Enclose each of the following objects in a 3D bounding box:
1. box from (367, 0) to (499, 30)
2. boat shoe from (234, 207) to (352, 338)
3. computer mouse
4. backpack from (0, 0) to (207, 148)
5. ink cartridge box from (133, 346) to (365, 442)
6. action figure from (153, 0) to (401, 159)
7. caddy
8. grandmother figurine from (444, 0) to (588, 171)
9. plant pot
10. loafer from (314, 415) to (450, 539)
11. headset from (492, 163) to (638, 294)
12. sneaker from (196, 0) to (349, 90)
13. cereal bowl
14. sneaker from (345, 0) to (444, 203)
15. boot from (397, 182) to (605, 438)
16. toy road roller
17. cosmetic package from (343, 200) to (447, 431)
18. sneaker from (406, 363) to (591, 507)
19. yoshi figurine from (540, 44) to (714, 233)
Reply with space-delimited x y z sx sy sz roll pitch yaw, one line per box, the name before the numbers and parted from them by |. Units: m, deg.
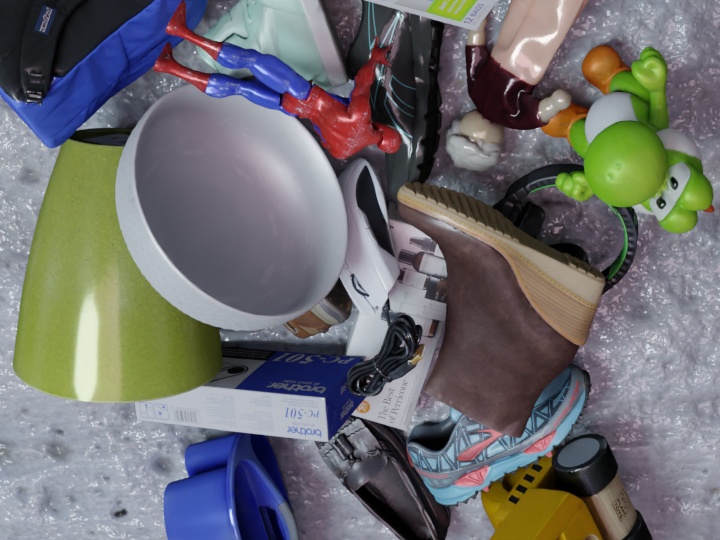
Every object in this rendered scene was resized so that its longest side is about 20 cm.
box | 0.021 -0.271 0.761 0.196 0.103 0.113 10 155 -19
boat shoe | -0.094 -0.016 0.946 0.071 0.076 0.201 -36 98 28
computer mouse | 0.000 0.000 0.899 0.043 0.204 0.110 -4 159 -27
backpack | -0.223 -0.219 0.822 0.200 0.168 0.163 -44 86 -10
ink cartridge box | -0.102 0.109 0.959 0.196 0.094 0.045 3 108 22
action figure | -0.052 -0.156 0.819 0.197 0.100 0.066 26 137 -9
caddy | -0.112 0.254 1.022 0.103 0.142 0.203 -10 112 13
grandmother figurine | 0.130 -0.166 0.861 0.060 0.122 0.202 1 131 -37
plant pot | -0.209 -0.016 0.909 0.183 0.187 0.204 5 106 3
loafer | 0.020 0.203 1.030 0.072 0.063 0.200 -38 104 18
headset | 0.150 -0.004 0.915 0.123 0.094 0.199 43 126 -12
sneaker | -0.095 -0.229 0.855 0.116 0.074 0.203 -18 111 8
cereal bowl | -0.110 -0.044 0.833 0.200 0.201 0.083 48 137 -14
sneaker | 0.030 -0.159 0.884 0.078 0.075 0.204 6 104 13
boot | 0.090 0.036 0.875 0.197 0.072 0.168 28 110 -2
toy road roller | 0.167 0.254 0.976 0.145 0.200 0.124 -9 116 48
cosmetic package | 0.035 0.045 0.971 0.081 0.051 0.203 16 113 0
sneaker | 0.126 0.143 0.987 0.199 0.080 0.096 -38 102 18
yoshi figurine | 0.198 -0.105 0.804 0.110 0.201 0.114 -15 125 -4
